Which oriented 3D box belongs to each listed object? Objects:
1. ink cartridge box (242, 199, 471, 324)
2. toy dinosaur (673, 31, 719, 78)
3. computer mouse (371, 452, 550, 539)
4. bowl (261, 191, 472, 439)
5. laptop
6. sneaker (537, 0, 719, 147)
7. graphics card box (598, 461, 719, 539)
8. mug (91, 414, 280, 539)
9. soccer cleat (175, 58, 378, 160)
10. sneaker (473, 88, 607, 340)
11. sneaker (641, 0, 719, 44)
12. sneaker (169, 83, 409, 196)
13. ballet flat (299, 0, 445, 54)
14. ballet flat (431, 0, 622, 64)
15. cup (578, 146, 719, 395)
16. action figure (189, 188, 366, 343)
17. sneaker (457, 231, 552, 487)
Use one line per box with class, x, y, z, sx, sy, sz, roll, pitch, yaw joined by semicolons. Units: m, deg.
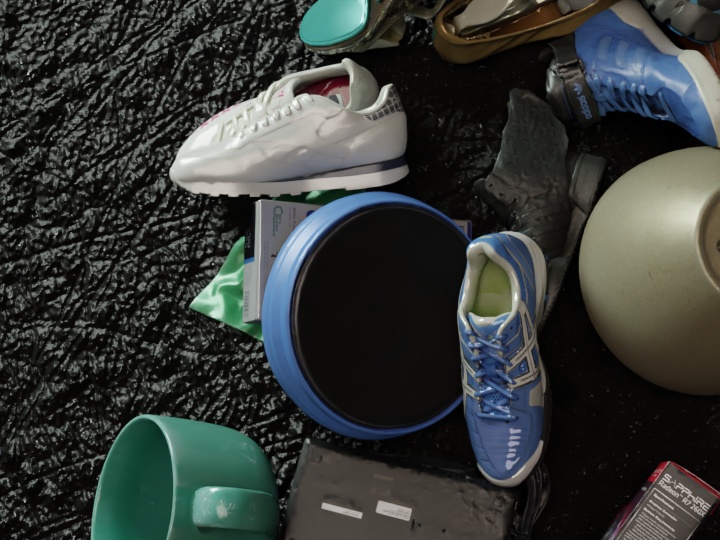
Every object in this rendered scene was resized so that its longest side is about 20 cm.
ink cartridge box;0.000;0.000;1.015;0.199;0.039;0.100;5;80;-25
toy dinosaur;0.270;-0.236;1.004;0.181;0.105;0.200;31;88;17
computer mouse;0.048;0.202;0.996;0.199;0.053;0.139;10;94;7
bowl;0.020;0.037;0.977;0.200;0.039;0.202;0;90;-25
laptop;0.019;0.258;0.972;0.176;0.103;0.201;12;73;7
sneaker;0.212;-0.141;0.976;0.111;0.077;0.200;-28;42;2
graphics card box;0.191;0.236;0.921;0.051;0.125;0.200;35;88;12
mug;-0.127;0.205;0.969;0.185;0.114;0.153;39;110;55
soccer cleat;-0.081;-0.133;1.064;0.199;0.086;0.070;-24;76;6
sneaker;0.139;-0.048;1.021;0.104;0.060;0.201;20;79;13
sneaker;0.222;-0.265;0.974;0.200;0.073;0.082;38;112;15
sneaker;-0.060;-0.105;1.005;0.199;0.076;0.081;-8;105;-8
ballet flat;0.027;-0.231;1.049;0.200;0.075;0.068;-27;54;51
ballet flat;0.156;-0.232;1.047;0.199;0.063;0.069;-23;76;6
cup;0.278;-0.010;0.918;0.199;0.143;0.201;0;81;-2
action figure;-0.050;-0.030;1.056;0.118;0.055;0.201;24;78;16
sneaker;0.103;0.067;0.943;0.075;0.077;0.201;-7;80;29
